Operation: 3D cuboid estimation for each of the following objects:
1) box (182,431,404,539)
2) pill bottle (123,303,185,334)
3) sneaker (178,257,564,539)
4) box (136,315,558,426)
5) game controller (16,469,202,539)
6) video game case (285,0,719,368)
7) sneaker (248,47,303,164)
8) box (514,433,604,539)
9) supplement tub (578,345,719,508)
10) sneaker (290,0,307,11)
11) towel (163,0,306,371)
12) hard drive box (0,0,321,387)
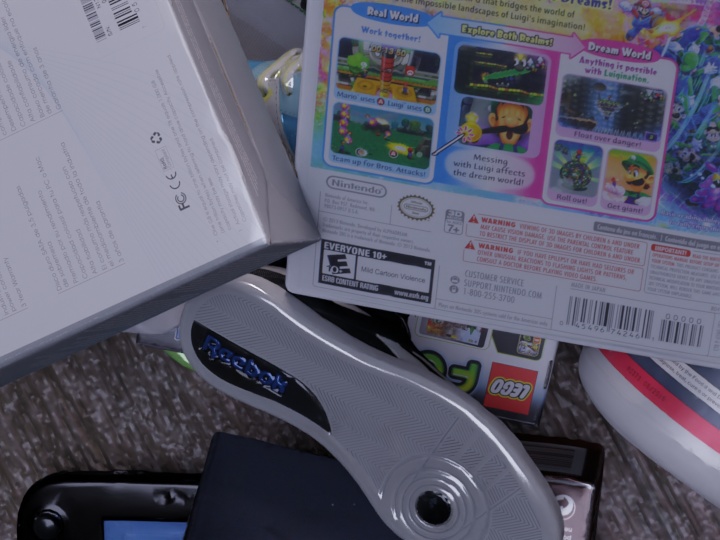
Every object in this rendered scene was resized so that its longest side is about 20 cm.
[{"bbox_3d":[-0.046,0.218,1.291,0.117,0.197,0.200,14,130,-1],"label":"box"},{"bbox_3d":[-0.173,-0.020,1.325,0.199,0.111,0.112,7,100,30],"label":"pill bottle"},{"bbox_3d":[0.021,0.054,1.291,0.200,0.112,0.073,37,114,6],"label":"sneaker"},{"bbox_3d":[0.000,0.000,1.358,0.199,0.035,0.110,12,105,-2],"label":"box"},{"bbox_3d":[-0.071,0.151,1.403,0.199,0.042,0.105,1,98,8],"label":"game controller"},{"bbox_3d":[0.072,-0.054,1.196,0.199,0.024,0.183,10,122,7],"label":"video game case"},{"bbox_3d":[-0.005,-0.098,1.263,0.199,0.080,0.131,10,131,17],"label":"sneaker"},{"bbox_3d":[0.071,0.185,1.361,0.075,0.100,0.201,5,98,7],"label":"box"},{"bbox_3d":[0.207,0.008,1.296,0.140,0.140,0.200,35,101,1],"label":"supplement tub"},{"bbox_3d":[0.051,-0.129,1.320,0.200,0.090,0.078,41,137,2],"label":"sneaker"},{"bbox_3d":[-0.068,-0.057,1.379,0.149,0.031,0.200,33,101,2],"label":"towel"},{"bbox_3d":[-0.142,-0.043,1.209,0.200,0.077,0.156,-23,85,16],"label":"hard drive box"}]
